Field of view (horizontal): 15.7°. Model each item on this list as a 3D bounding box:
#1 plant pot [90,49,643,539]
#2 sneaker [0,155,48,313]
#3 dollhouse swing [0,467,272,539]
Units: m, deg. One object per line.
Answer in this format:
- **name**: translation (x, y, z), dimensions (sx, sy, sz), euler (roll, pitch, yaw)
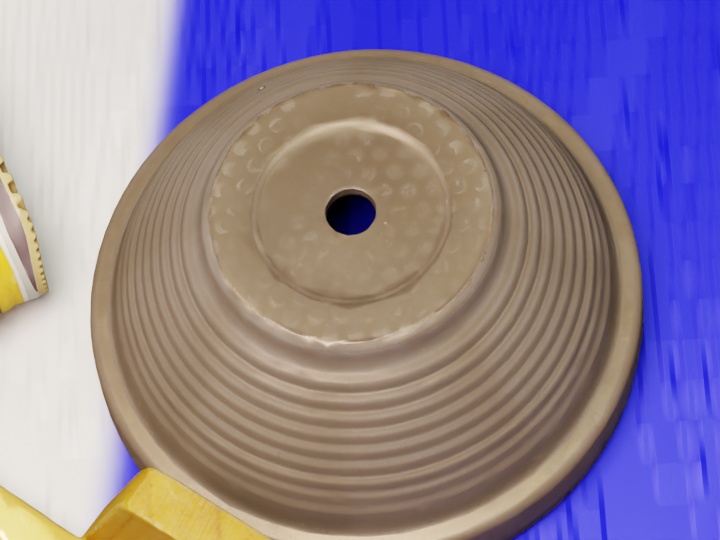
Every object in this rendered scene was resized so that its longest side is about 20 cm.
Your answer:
- **plant pot**: translation (0.000, 0.000, 0.910), dimensions (0.200, 0.093, 0.201), euler (-2, 66, 4)
- **sneaker**: translation (-0.195, -0.056, 0.959), dimensions (0.090, 0.075, 0.200), euler (-28, 66, -14)
- **dollhouse swing**: translation (-0.147, 0.135, 0.825), dimensions (0.176, 0.182, 0.200), euler (37, 73, -3)
